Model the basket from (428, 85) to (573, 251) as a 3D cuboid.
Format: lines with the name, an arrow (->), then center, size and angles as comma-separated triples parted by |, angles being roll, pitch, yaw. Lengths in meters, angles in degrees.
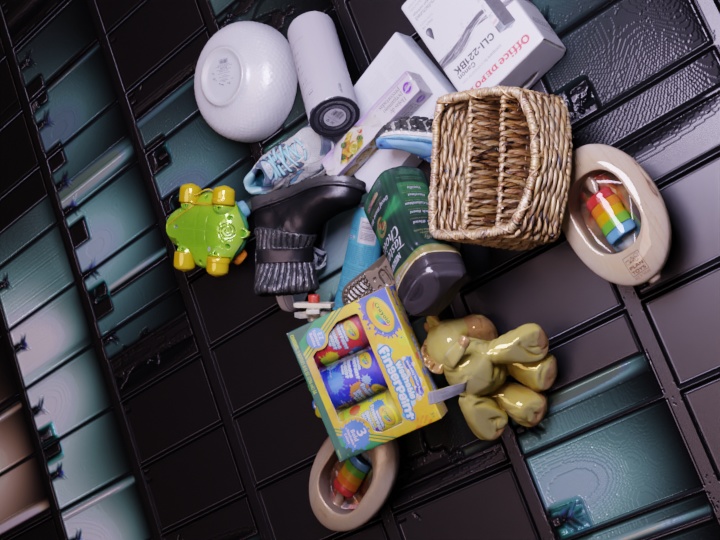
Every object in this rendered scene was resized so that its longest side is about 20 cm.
basket -> 0.182, -0.136, 1.419 | 0.142, 0.146, 0.204 | 165, 112, -67

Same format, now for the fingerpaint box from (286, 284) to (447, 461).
fingerpaint box -> 0.010, 0.147, 1.564 | 0.165, 0.073, 0.203 | -24, 86, 13

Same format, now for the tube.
tube -> 0.000, 0.000, 1.678 | 0.076, 0.050, 0.204 | 19, 105, 30

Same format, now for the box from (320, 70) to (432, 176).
box -> 0.021, -0.210, 1.604 | 0.200, 0.041, 0.039 | -43, 68, 26

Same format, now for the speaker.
speaker -> -0.059, -0.302, 1.655 | 0.081, 0.081, 0.202 | -40, 46, 28

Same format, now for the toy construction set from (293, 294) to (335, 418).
toy construction set -> -0.033, 0.129, 1.667 | 0.129, 0.092, 0.204 | 3, 111, 38

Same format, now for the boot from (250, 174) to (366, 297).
boot -> -0.076, -0.048, 1.646 | 0.208, 0.079, 0.161 | -14, 74, 31

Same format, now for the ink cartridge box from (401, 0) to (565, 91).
ink cartridge box -> 0.172, -0.341, 1.532 | 0.144, 0.083, 0.202 | -42, 68, 26

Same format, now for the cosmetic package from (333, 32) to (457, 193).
cosmetic package -> 0.048, -0.229, 1.639 | 0.200, 0.051, 0.152 | -48, 63, 25

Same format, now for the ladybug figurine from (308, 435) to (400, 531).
ladybug figurine -> -0.001, 0.307, 1.660 | 0.136, 0.071, 0.201 | 45, 114, 25

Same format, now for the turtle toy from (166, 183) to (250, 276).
turtle toy -> -0.257, -0.069, 1.822 | 0.197, 0.100, 0.149 | 7, 92, 35

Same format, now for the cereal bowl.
cereal bowl -> -0.204, -0.315, 1.798 | 0.197, 0.083, 0.204 | 1, 91, 36

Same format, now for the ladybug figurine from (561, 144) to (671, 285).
ladybug figurine -> 0.335, -0.070, 1.416 | 0.135, 0.071, 0.202 | -36, 70, 30

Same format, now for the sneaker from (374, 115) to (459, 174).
sneaker -> 0.114, -0.161, 1.546 | 0.196, 0.079, 0.092 | 12, 113, 5

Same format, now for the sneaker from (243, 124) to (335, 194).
sneaker -> -0.113, -0.165, 1.703 | 0.199, 0.086, 0.079 | -34, 80, 48

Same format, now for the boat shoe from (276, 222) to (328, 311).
boat shoe -> -0.084, -0.032, 1.727 | 0.068, 0.072, 0.204 | 11, 87, 34

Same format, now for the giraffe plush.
giraffe plush -> 0.156, 0.125, 1.517 | 0.162, 0.196, 0.176 | -129, 45, -60

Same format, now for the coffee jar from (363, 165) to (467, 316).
coffee jar -> 0.075, -0.040, 1.504 | 0.105, 0.084, 0.202 | -61, 39, 42

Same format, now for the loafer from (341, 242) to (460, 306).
loafer -> 0.060, -0.003, 1.618 | 0.198, 0.067, 0.077 | -29, 89, 12
